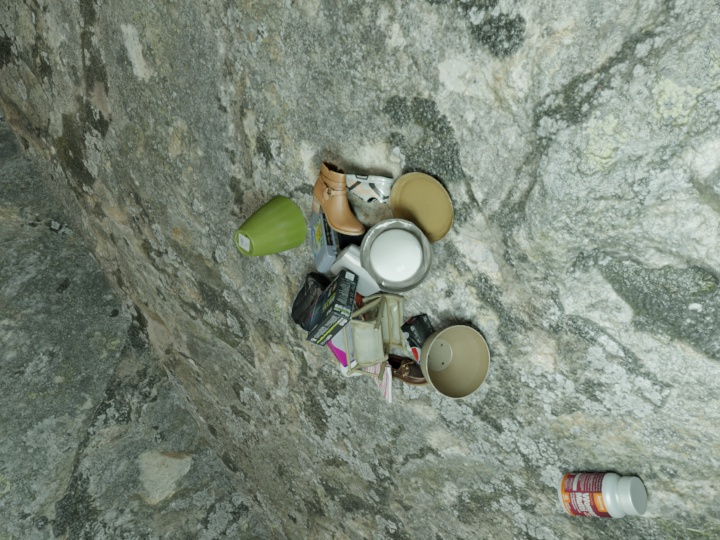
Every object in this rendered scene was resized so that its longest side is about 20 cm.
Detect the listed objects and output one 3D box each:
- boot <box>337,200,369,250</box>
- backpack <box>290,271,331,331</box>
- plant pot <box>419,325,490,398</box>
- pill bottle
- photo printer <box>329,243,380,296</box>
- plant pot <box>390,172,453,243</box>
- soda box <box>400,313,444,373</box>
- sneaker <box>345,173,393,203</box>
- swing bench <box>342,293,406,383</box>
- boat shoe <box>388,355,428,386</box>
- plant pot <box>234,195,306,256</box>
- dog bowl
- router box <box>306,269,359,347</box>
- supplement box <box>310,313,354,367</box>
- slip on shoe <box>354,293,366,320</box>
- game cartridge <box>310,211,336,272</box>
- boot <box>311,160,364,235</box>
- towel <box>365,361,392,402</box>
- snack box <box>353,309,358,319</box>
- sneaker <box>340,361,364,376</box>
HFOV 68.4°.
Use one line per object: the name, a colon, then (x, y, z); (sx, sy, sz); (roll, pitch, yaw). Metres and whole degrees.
boot: (0.002, -0.122, 1.570); (0.167, 0.076, 0.201); (18, 132, 38)
backpack: (-0.154, 0.120, 1.823); (0.163, 0.154, 0.200); (39, 110, 8)
plant pot: (0.249, 0.250, 1.516); (0.201, 0.199, 0.134); (64, 163, -9)
pill bottle: (0.640, 0.597, 1.410); (0.199, 0.109, 0.110); (-25, 97, 47)
photo printer: (0.000, 0.000, 1.583); (0.166, 0.070, 0.200); (39, 161, -8)
plant pot: (0.168, -0.170, 1.431); (0.199, 0.027, 0.201); (21, 127, 31)
soda box: (0.201, 0.239, 1.615); (0.063, 0.071, 0.201); (-18, 102, 47)
sneaker: (0.000, -0.233, 1.497); (0.199, 0.073, 0.081); (13, 104, 37)
swing bench: (0.046, 0.200, 1.631); (0.129, 0.200, 0.200); (9, 120, 27)
boat shoe: (0.144, 0.320, 1.714); (0.199, 0.070, 0.071); (2, 122, 42)
plant pot: (-0.314, -0.126, 1.762); (0.186, 0.200, 0.188); (22, 128, 31)
dog bowl: (0.098, -0.042, 1.444); (0.198, 0.059, 0.202); (1, 100, 7)
router box: (-0.082, 0.112, 1.541); (0.062, 0.151, 0.200); (23, 141, -16)
supplement box: (-0.067, 0.204, 1.723); (0.103, 0.101, 0.201); (44, 164, 44)
slip on shoe: (0.004, 0.111, 1.726); (0.201, 0.061, 0.074); (63, 175, -8)
game cartridge: (-0.118, -0.103, 1.638); (0.133, 0.040, 0.201); (123, 141, -60)
boot: (-0.056, -0.200, 1.477); (0.199, 0.074, 0.156); (33, 128, 22)
towel: (0.056, 0.329, 1.765); (0.200, 0.030, 0.147); (-132, 32, -57)
snack box: (-0.034, 0.127, 1.707); (0.072, 0.024, 0.200); (57, 171, 33)
sneaker: (-0.036, 0.286, 1.866); (0.099, 0.078, 0.201); (-5, 120, 36)
